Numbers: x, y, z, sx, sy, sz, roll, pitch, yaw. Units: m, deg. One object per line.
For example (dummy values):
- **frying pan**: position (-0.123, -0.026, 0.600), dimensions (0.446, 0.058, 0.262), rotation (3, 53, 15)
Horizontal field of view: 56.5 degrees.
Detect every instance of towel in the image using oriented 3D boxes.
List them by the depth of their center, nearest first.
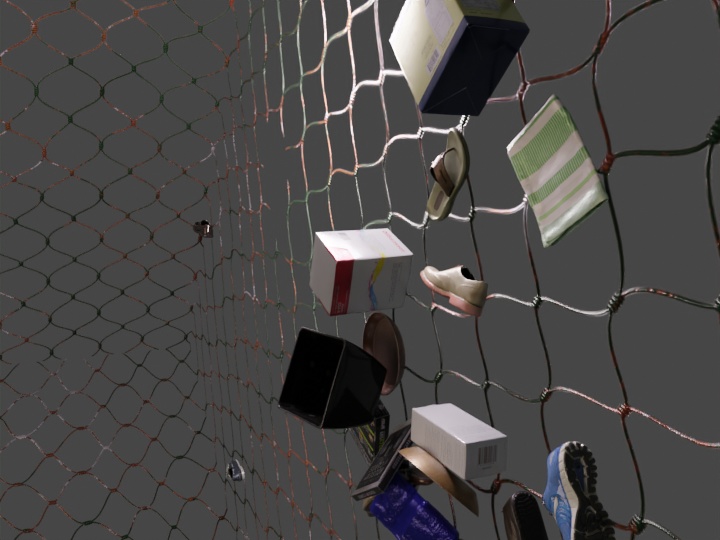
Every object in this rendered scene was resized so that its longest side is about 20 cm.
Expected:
- **towel**: position (0.311, -0.160, 1.085), dimensions (0.153, 0.023, 0.204), rotation (129, 133, -54)
- **towel**: position (0.111, 0.550, 1.458), dimensions (0.199, 0.049, 0.150), rotation (39, 129, 23)

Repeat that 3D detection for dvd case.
- **dvd case**: position (0.065, 0.421, 1.508), dimensions (0.025, 0.201, 0.150), rotation (40, 146, -1)

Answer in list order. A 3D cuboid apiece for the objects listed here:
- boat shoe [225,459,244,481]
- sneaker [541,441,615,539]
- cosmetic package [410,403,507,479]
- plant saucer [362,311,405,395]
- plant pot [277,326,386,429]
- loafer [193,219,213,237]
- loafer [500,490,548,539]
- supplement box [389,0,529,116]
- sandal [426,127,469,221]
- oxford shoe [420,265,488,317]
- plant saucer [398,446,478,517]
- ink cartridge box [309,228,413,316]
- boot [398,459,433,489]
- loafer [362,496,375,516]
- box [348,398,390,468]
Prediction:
- **boat shoe**: position (-0.578, 0.915, 3.047), dimensions (0.199, 0.061, 0.077), rotation (-168, 75, -65)
- **sneaker**: position (0.335, 0.376, 1.047), dimensions (0.089, 0.077, 0.204), rotation (129, 140, -64)
- **cosmetic package**: position (0.188, 0.329, 1.310), dimensions (0.199, 0.100, 0.076), rotation (-164, 75, -65)
- **plant saucer**: position (0.060, 0.202, 1.645), dimensions (0.199, 0.034, 0.205), rotation (177, 90, -66)
- **plant pot**: position (-0.054, 0.269, 1.596), dimensions (0.198, 0.175, 0.204), rotation (7, 77, 53)
- **loafer**: position (-0.776, -0.217, 3.334), dimensions (0.199, 0.072, 0.073), rotation (26, 111, 52)
- **loafer**: position (0.291, 0.489, 1.153), dimensions (0.072, 0.071, 0.204), rotation (123, 145, -59)
- **supplement box**: position (0.171, -0.429, 1.224), dimensions (0.201, 0.132, 0.203), rotation (121, 138, -50)
- **sandal**: position (0.167, -0.186, 1.347), dimensions (0.080, 0.056, 0.204), rotation (-123, 38, -46)
- **oxford shoe**: position (0.190, 0.024, 1.332), dimensions (0.199, 0.070, 0.075), rotation (36, 104, 55)
- **plant saucer**: position (0.162, 0.409, 1.331), dimensions (0.036, 0.200, 0.199), rotation (-51, 26, -9)
- **ink cartridge box**: position (0.000, 0.000, 1.563), dimensions (0.146, 0.196, 0.147), rotation (-130, 41, -52)
- **boot**: position (0.126, 0.541, 1.513), dimensions (0.186, 0.063, 0.205), rotation (168, 97, -67)
- **loafer**: position (0.038, 0.554, 1.642), dimensions (0.201, 0.074, 0.070), rotation (95, 171, -60)
- **box**: position (0.013, 0.380, 1.719), dimensions (0.200, 0.047, 0.197), rotation (-129, 35, -51)
